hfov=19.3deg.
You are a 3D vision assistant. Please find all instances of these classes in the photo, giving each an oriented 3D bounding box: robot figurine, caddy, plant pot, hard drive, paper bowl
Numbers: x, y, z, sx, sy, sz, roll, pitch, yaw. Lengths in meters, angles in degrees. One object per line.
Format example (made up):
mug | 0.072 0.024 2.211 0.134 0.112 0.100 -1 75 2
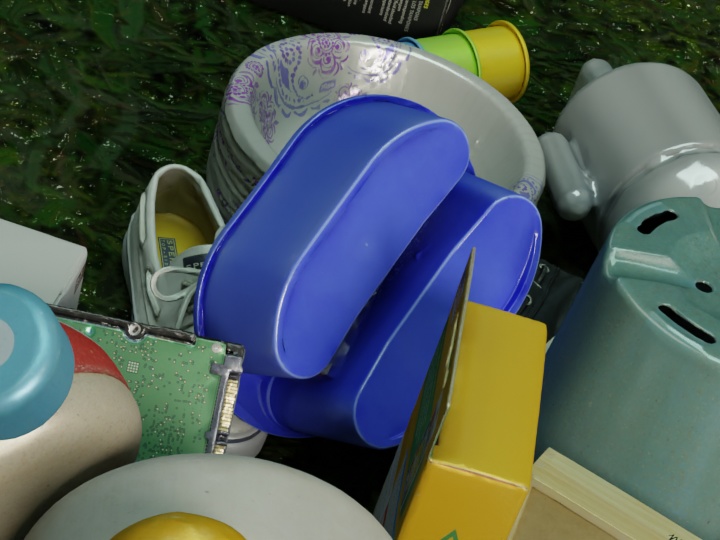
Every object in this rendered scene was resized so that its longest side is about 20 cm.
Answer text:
robot figurine | 0.195 -0.056 1.374 0.169 0.113 0.200 0 39 -20
caddy | 0.000 0.000 1.134 0.141 0.200 0.105 44 -16 -29
plant pot | 0.171 0.080 1.119 0.200 0.196 0.200 12 36 -8
hard drive | -0.166 0.084 1.036 0.200 0.140 0.038 11 -5 -7
paper bowl | 0.005 -0.049 1.294 0.200 0.104 0.201 11 36 -8

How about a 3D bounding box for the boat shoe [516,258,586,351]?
boat shoe | 0.075 0.044 1.216 0.066 0.075 0.199 40 45 13

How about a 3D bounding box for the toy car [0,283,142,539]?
toy car | -0.214 0.046 0.953 0.177 0.184 0.200 -32 63 -9

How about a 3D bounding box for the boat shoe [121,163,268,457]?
boat shoe | -0.088 0.012 1.190 0.074 0.086 0.202 3 42 -18

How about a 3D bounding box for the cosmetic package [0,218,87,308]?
cosmetic package | -0.258 0.015 1.126 0.200 0.081 0.113 21 37 3

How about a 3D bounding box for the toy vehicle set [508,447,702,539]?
toy vehicle set | 0.152 0.187 1.031 0.200 0.124 0.027 31 39 18

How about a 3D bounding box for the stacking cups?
stacking cups | 0.021 -0.131 1.446 0.200 0.061 0.061 -11 45 -32

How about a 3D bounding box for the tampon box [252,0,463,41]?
tampon box | -0.007 -0.267 1.553 0.200 0.126 0.150 21 37 4

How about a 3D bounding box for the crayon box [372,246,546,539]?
crayon box | 0.043 0.106 1.027 0.051 0.200 0.126 16 37 -2

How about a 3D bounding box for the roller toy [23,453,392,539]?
roller toy | -0.064 0.182 0.896 0.182 0.200 0.140 28 33 -22
